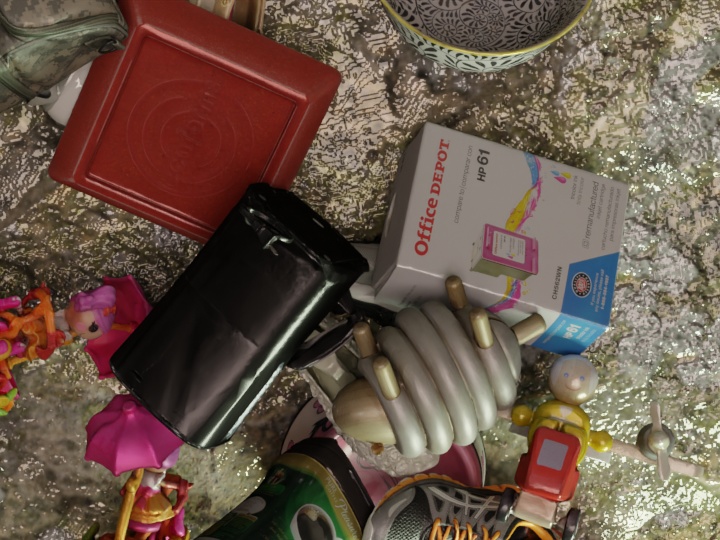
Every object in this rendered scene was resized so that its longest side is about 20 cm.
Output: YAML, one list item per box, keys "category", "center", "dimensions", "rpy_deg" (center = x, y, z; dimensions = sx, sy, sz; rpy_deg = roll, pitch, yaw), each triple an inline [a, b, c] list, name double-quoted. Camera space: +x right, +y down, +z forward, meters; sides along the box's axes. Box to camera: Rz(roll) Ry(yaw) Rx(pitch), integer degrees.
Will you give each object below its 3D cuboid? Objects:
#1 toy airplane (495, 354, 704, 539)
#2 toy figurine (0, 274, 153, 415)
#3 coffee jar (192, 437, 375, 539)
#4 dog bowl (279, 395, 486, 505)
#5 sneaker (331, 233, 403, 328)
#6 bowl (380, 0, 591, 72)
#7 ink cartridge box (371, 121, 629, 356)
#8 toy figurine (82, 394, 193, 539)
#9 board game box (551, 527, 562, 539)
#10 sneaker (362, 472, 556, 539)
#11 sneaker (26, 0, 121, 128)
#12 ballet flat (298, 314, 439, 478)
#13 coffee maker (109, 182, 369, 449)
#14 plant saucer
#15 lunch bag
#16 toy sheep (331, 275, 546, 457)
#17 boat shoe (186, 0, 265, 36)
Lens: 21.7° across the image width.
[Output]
- category: "toy airplane"
  center: [0.182, 0.138, 1.672]
  dimensions: [0.198, 0.199, 0.142]
  rpy_deg: [0, 112, -33]
- category: "toy figurine"
  center: [-0.270, 0.053, 1.629]
  dimensions: [0.183, 0.200, 0.151]
  rpy_deg: [-21, 67, -12]
- category: "coffee jar"
  center: [-0.075, 0.235, 1.610]
  dimensions: [0.200, 0.085, 0.105]
  rpy_deg: [-41, 112, -34]
- category: "dog bowl"
  center: [0.024, 0.196, 1.734]
  dimensions: [0.198, 0.074, 0.202]
  rpy_deg: [-1, 105, -6]
- category: "sneaker"
  center: [0.000, 0.000, 1.690]
  dimensions: [0.198, 0.074, 0.080]
  rpy_deg: [20, 71, -4]
- category: "bowl"
  center: [0.097, -0.238, 1.598]
  dimensions: [0.198, 0.202, 0.094]
  rpy_deg: [3, 150, -5]
- category: "ink cartridge box"
  center: [0.123, -0.026, 1.647]
  dimensions: [0.198, 0.085, 0.146]
  rpy_deg: [15, 66, -8]
- category: "toy figurine"
  center: [-0.191, 0.196, 1.657]
  dimensions: [0.149, 0.200, 0.186]
  rpy_deg: [16, 97, 19]
- category: "board game box"
  center: [0.160, 0.354, 1.805]
  dimensions: [0.153, 0.040, 0.201]
  rpy_deg: [36, 99, -13]
- category: "sneaker"
  center: [0.092, 0.230, 1.657]
  dimensions: [0.198, 0.077, 0.079]
  rpy_deg: [1, 116, -32]
- category: "sneaker"
  center: [-0.197, -0.202, 1.612]
  dimensions: [0.088, 0.074, 0.200]
  rpy_deg: [33, 110, -14]
- category: "ballet flat"
  center: [-0.010, 0.105, 1.650]
  dimensions: [0.072, 0.072, 0.200]
  rpy_deg: [-45, 82, 7]
- category: "coffee maker"
  center: [-0.112, 0.034, 1.550]
  dimensions: [0.200, 0.135, 0.192]
  rpy_deg: [-51, 147, 10]
- category: "plant saucer"
  center: [-0.144, -0.117, 1.591]
  dimensions: [0.198, 0.037, 0.201]
  rpy_deg: [23, 114, -10]
- category: "lunch bag"
  center: [-0.293, -0.245, 1.532]
  dimensions: [0.166, 0.139, 0.202]
  rpy_deg: [-22, 80, 1]
- category: "toy sheep"
  center: [0.068, 0.085, 1.573]
  dimensions: [0.198, 0.138, 0.139]
  rpy_deg: [-23, 106, -5]
- category: "boat shoe"
  center: [-0.111, -0.193, 1.608]
  dimensions: [0.069, 0.074, 0.202]
  rpy_deg: [10, 106, 28]
